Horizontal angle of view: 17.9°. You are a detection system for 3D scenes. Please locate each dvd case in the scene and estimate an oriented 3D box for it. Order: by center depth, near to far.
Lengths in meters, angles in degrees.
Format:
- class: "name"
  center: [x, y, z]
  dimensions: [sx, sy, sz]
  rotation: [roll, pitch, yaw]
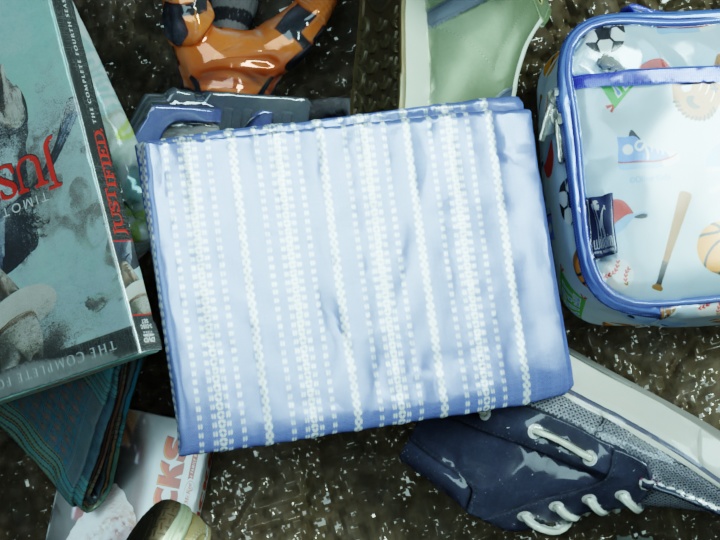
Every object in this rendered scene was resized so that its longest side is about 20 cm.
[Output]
- class: "dvd case"
  center: [-0.176, -0.040, 1.043]
  dimensions: [0.145, 0.022, 0.201]
  rotation: [-18, 84, 27]

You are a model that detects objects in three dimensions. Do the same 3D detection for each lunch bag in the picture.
- class: "lunch bag"
  center: [0.180, -0.055, 1.111]
  dimensions: [0.199, 0.076, 0.161]
  rotation: [-2, 81, -8]

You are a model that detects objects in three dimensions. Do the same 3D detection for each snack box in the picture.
- class: "snack box"
  center: [-0.126, 0.169, 1.137]
  dimensions: [0.071, 0.024, 0.201]
  rotation: [10, 81, 5]

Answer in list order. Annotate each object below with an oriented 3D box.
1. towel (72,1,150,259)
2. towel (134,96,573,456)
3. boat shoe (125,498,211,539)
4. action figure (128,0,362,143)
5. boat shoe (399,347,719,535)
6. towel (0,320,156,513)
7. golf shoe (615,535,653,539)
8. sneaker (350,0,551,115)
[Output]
- class: "towel"
  center: [-0.175, -0.069, 1.116]
  dimensions: [0.048, 0.171, 0.201]
  rotation: [-19, 77, -32]
- class: "towel"
  center: [0.000, 0.000, 1.050]
  dimensions: [0.199, 0.024, 0.146]
  rotation: [-7, 86, -22]
- class: "boat shoe"
  center: [-0.106, 0.211, 1.089]
  dimensions: [0.076, 0.072, 0.201]
  rotation: [23, 89, -8]
- class: "action figure"
  center: [-0.039, -0.086, 1.161]
  dimensions: [0.199, 0.105, 0.195]
  rotation: [11, 86, -23]
- class: "boat shoe"
  center: [0.114, 0.098, 1.112]
  dimensions: [0.199, 0.075, 0.093]
  rotation: [30, 94, 14]
- class: "towel"
  center: [-0.184, 0.012, 1.108]
  dimensions: [0.200, 0.147, 0.022]
  rotation: [41, 49, 20]
- class: "golf shoe"
  center: [0.081, 0.180, 1.053]
  dimensions: [0.199, 0.094, 0.078]
  rotation: [-13, 104, -7]
- class: "sneaker"
  center: [0.052, -0.145, 1.128]
  dimensions: [0.089, 0.067, 0.201]
  rotation: [10, 83, -29]
